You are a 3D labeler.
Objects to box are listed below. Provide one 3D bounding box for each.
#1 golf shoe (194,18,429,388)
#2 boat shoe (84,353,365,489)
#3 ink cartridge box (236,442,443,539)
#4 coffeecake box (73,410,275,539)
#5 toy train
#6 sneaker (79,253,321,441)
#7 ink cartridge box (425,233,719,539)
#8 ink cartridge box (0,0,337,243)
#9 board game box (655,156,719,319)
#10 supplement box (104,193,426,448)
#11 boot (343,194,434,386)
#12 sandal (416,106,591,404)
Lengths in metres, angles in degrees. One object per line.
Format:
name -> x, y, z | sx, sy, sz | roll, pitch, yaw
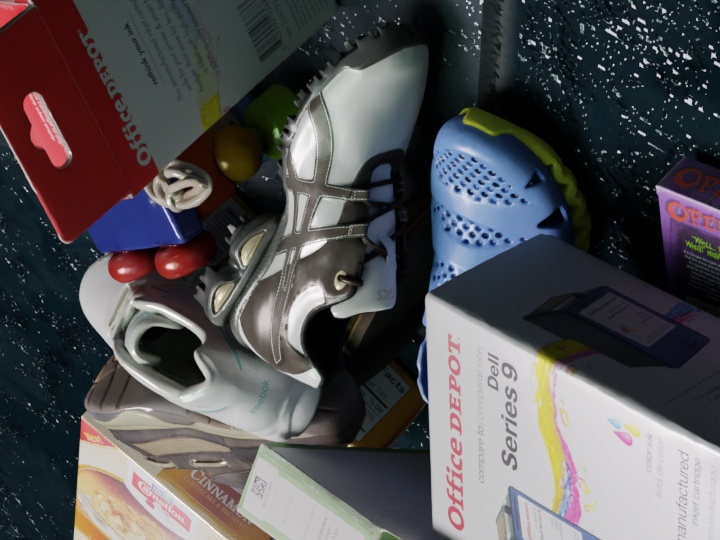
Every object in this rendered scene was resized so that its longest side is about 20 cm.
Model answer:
golf shoe -> -0.001, -0.030, 1.234 | 0.094, 0.078, 0.200 | 44, 125, 25
boat shoe -> -0.067, 0.081, 1.411 | 0.200, 0.075, 0.073 | 4, 141, 45
ink cartridge box -> 0.053, 0.149, 1.279 | 0.200, 0.145, 0.048 | 32, 107, 42
coffeecake box -> -0.117, 0.172, 1.715 | 0.153, 0.073, 0.200 | 38, 150, 16
toy train -> -0.071, -0.058, 1.285 | 0.085, 0.116, 0.200 | 63, 156, -10
sneaker -> -0.103, 0.029, 1.345 | 0.080, 0.070, 0.200 | 15, -172, -40
ink cartridge box -> 0.126, 0.090, 1.148 | 0.200, 0.087, 0.145 | 31, 133, 42
ink cartridge box -> -0.114, -0.118, 1.198 | 0.067, 0.200, 0.116 | 13, 137, 45
board game box -> 0.226, 0.030, 1.118 | 0.200, 0.032, 0.120 | 25, 150, 32
supplement box -> -0.055, 0.033, 1.460 | 0.200, 0.069, 0.067 | 49, 152, -1
boot -> 0.000, 0.000, 1.344 | 0.075, 0.074, 0.200 | 50, 155, 10
sandal -> 0.065, 0.007, 1.244 | 0.079, 0.087, 0.200 | 27, 144, 34
